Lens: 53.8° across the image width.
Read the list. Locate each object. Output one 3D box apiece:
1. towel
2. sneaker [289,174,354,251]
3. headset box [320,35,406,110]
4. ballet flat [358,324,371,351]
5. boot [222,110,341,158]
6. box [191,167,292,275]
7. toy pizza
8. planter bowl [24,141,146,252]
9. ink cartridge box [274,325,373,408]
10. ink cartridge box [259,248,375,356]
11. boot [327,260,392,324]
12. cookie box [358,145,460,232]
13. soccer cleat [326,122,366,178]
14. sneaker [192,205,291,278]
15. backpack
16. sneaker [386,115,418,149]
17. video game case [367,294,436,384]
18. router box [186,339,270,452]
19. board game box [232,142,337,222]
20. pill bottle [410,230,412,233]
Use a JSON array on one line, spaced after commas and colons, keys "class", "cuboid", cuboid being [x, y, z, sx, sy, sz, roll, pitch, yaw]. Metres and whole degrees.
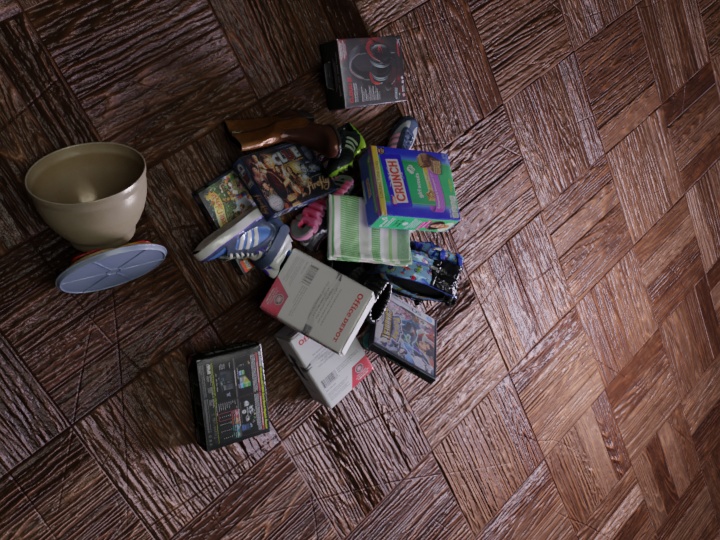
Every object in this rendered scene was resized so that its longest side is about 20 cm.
[{"class": "towel", "cuboid": [0.020, -0.089, 1.556, 0.198, 0.023, 0.155, 4, 75, -23]}, {"class": "sneaker", "cuboid": [-0.077, -0.127, 1.596, 0.201, 0.079, 0.096, -52, 141, -18]}, {"class": "headset box", "cuboid": [0.000, -0.445, 1.600, 0.198, 0.075, 0.151, -15, 104, -33]}, {"class": "ballet flat", "cuboid": [0.053, 0.153, 1.708, 0.199, 0.067, 0.069, 3, 109, -45]}, {"class": "boot", "cuboid": [-0.157, -0.274, 1.449, 0.198, 0.189, 0.069, -15, 138, -34]}, {"class": "box", "cuboid": [-0.245, -0.111, 1.489, 0.136, 0.038, 0.201, -39, 116, -26]}, {"class": "toy pizza", "cuboid": [-0.448, -0.012, 1.274, 0.199, 0.200, 0.032, -17, 79, -32]}, {"class": "planter bowl", "cuboid": [-0.470, -0.118, 1.253, 0.199, 0.200, 0.136, -26, 136, -30]}, {"class": "ink cartridge box", "cuboid": [-0.082, 0.184, 1.609, 0.144, 0.083, 0.201, -39, 116, -24]}, {"class": "ink cartridge box", "cuboid": [-0.087, 0.070, 1.492, 0.199, 0.083, 0.147, 29, 80, 11]}, {"class": "boot", "cuboid": [0.002, 0.001, 1.588, 0.079, 0.157, 0.214, -2, 105, -47]}, {"class": "cookie box", "cuboid": [0.107, -0.179, 1.571, 0.198, 0.075, 0.173, 1, 68, -24]}, {"class": "soccer cleat", "cuboid": [-0.044, -0.265, 1.560, 0.081, 0.067, 0.200, 53, 29, -15]}, {"class": "sneaker", "cuboid": [-0.224, -0.032, 1.437, 0.200, 0.080, 0.147, -40, 111, -31]}, {"class": "backpack", "cuboid": [0.120, -0.003, 1.679, 0.198, 0.182, 0.136, 19, 81, -27]}, {"class": "sneaker", "cuboid": [0.096, -0.282, 1.682, 0.070, 0.082, 0.201, 36, 75, -31]}, {"class": "video game case", "cuboid": [0.103, 0.148, 1.669, 0.180, 0.026, 0.201, 31, 35, -17]}, {"class": "router box", "cuboid": [-0.276, 0.260, 1.494, 0.149, 0.062, 0.203, -10, 101, -33]}, {"class": "board game box", "cuboid": [-0.154, -0.194, 1.481, 0.199, 0.035, 0.136, -30, 85, -46]}, {"class": "pill bottle", "cuboid": [0.081, -0.132, 1.671, 0.199, 0.113, 0.114, -31, 112, -29]}]
